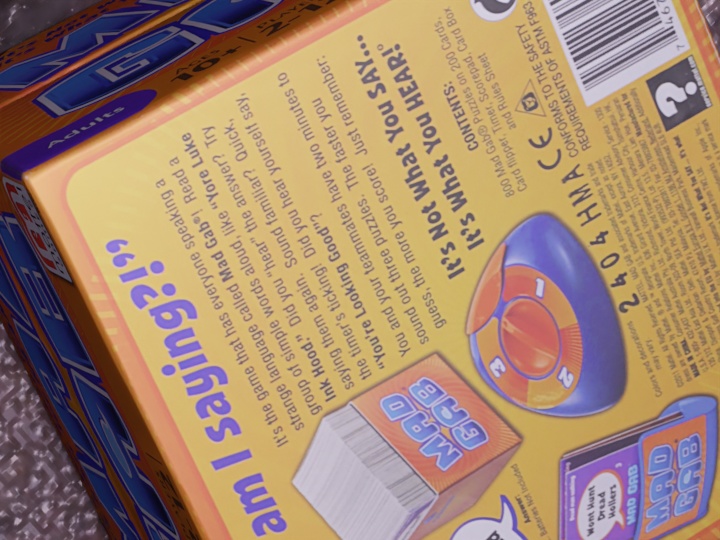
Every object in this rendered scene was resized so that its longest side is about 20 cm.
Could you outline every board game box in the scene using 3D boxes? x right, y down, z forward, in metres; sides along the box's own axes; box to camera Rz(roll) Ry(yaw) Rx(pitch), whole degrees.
[{"bbox_3d":[0.000,0.000,0.797,0.199,0.200,0.201,-29,107,-14],"label":"board game box"}]
